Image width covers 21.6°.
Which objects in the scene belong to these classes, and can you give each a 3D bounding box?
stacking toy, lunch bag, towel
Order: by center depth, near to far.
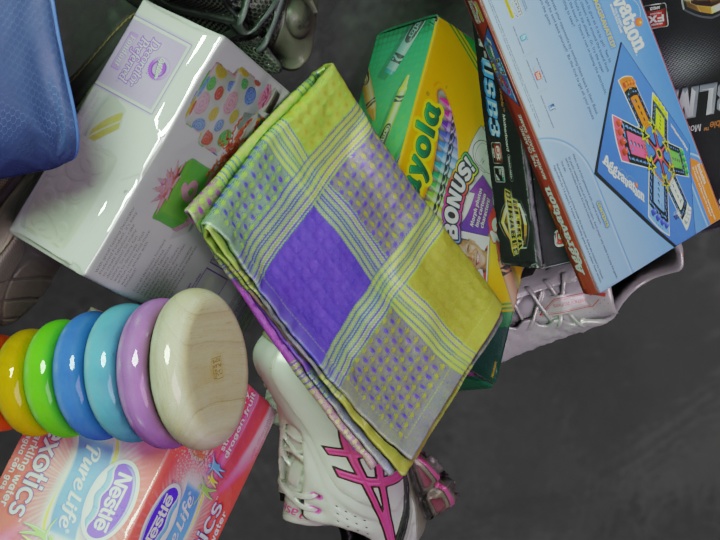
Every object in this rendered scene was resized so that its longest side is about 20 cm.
[{"bbox_3d":[-0.232,-0.109,0.934,0.132,0.200,0.136,-16,110,-23],"label":"lunch bag"},{"bbox_3d":[-0.166,0.060,1.024,0.085,0.200,0.086,-6,90,-67],"label":"stacking toy"},{"bbox_3d":[0.000,0.000,1.059,0.200,0.023,0.144,54,54,-22],"label":"towel"}]

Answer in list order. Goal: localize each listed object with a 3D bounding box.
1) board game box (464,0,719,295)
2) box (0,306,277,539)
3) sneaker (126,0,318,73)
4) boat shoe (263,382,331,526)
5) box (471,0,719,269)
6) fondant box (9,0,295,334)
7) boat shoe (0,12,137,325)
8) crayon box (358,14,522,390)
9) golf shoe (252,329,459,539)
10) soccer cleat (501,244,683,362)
[{"bbox_3d":[0.138,-0.097,1.111,0.103,0.019,0.200,-29,106,-21],"label":"board game box"},{"bbox_3d":[-0.143,0.137,1.080,0.200,0.095,0.103,-64,152,-15],"label":"box"},{"bbox_3d":[-0.070,-0.166,1.000,0.114,0.199,0.076,23,80,0],"label":"sneaker"},{"bbox_3d":[-0.027,0.077,1.188,0.069,0.071,0.200,-28,118,-23],"label":"boat shoe"},{"bbox_3d":[0.167,-0.115,1.163,0.200,0.050,0.199,-11,98,-27],"label":"box"},{"bbox_3d":[-0.094,-0.048,1.062,0.144,0.058,0.200,-60,157,-2],"label":"fondant box"},{"bbox_3d":[-0.178,-0.065,1.046,0.200,0.073,0.074,-54,157,-4],"label":"boat shoe"},{"bbox_3d":[0.046,-0.040,1.160,0.119,0.058,0.200,30,65,-35],"label":"crayon box"},{"bbox_3d":[-0.014,0.111,1.121,0.092,0.073,0.200,-45,131,-12],"label":"golf shoe"},{"bbox_3d":[0.124,0.017,1.250,0.200,0.085,0.069,-27,117,-21],"label":"soccer cleat"}]
